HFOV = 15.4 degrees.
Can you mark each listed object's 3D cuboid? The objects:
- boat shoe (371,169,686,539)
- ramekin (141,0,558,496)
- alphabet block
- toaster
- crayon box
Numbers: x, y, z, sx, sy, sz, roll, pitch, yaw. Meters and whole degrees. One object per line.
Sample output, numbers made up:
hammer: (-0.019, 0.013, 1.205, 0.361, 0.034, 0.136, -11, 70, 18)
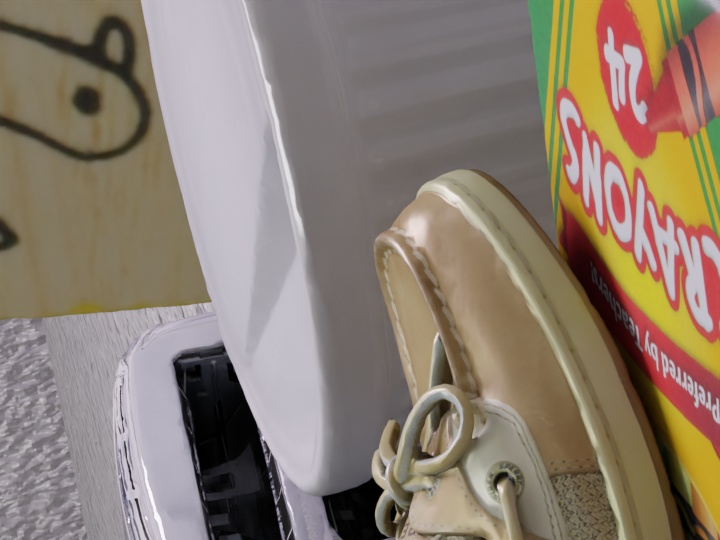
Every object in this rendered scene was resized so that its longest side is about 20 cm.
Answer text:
boat shoe: (0.033, 0.078, 0.545, 0.073, 0.063, 0.202, 121, 133, -76)
ramekin: (0.004, -0.046, 0.735, 0.202, 0.094, 0.203, 167, 90, -79)
alphabet block: (-0.144, -0.113, 1.070, 0.197, 0.194, 0.201, -88, -8, -57)
toaster: (-0.017, 0.099, 0.821, 0.200, 0.113, 0.130, -105, 6, -50)
crayon box: (0.082, 0.022, 0.529, 0.127, 0.051, 0.201, -127, 25, -64)
